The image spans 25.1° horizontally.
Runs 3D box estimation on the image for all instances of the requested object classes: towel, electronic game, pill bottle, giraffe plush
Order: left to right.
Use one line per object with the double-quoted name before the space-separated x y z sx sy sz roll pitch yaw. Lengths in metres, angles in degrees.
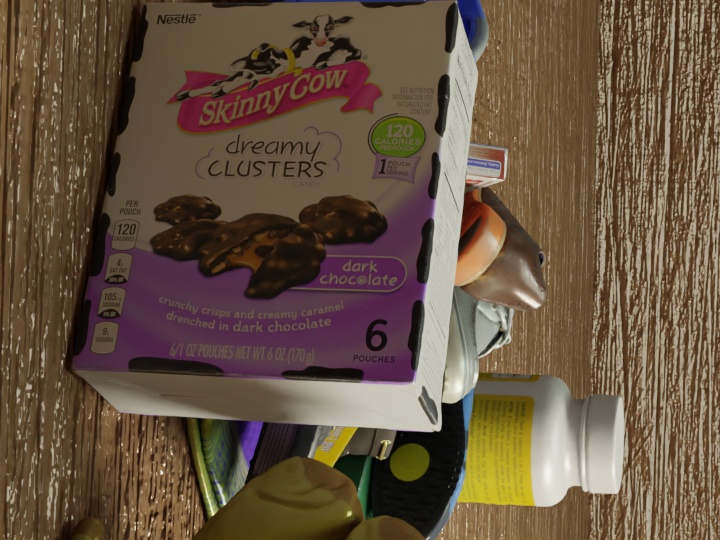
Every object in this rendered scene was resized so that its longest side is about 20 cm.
"giraffe plush" -0.055 0.209 0.755 0.173 0.198 0.163 -111 -166 -52
"towel" -0.064 0.054 0.991 0.200 0.023 0.144 -70 157 -53
"electronic game" -0.026 0.065 0.895 0.200 0.041 0.201 -161 -90 -88
"pill bottle" 0.120 0.142 1.372 0.111 0.198 0.112 1 90 -75

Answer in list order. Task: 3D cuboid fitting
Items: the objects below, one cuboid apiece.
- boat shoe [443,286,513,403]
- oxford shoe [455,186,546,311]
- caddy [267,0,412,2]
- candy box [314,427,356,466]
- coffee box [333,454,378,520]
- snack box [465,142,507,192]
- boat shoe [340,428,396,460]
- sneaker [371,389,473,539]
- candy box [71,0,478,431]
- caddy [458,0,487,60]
"boat shoe" 0.077 0.023 1.169 0.201 0.071 0.070 -94 -171 -58
"oxford shoe" 0.084 -0.015 1.122 0.071 0.073 0.200 -50 -168 12
"caddy" -0.029 -0.119 0.963 0.201 0.104 0.142 -72 -178 -49
"candy box" 0.001 0.040 0.981 0.200 0.026 0.103 119 -14 -55
"coffee box" 0.003 0.159 1.224 0.201 0.044 0.124 -74 158 -47
"snack box" 0.034 -0.066 1.097 0.200 0.071 0.025 168 -72 -76
"boat shoe" 0.021 0.059 1.092 0.202 0.060 0.072 116 -15 -48
"sneaker" 0.053 0.127 1.203 0.079 0.065 0.201 72 22 -52
"candy box" -0.037 -0.030 0.794 0.072 0.166 0.201 61 33 -63
"caddy" 0.041 -0.168 1.186 0.201 0.104 0.142 -70 158 -51
